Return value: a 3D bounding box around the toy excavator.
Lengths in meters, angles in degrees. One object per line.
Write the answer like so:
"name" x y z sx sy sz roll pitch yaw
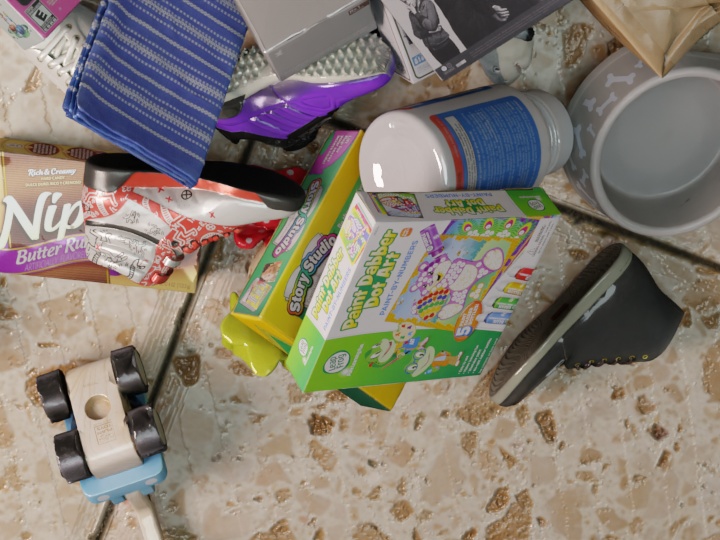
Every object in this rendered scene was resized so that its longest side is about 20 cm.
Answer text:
"toy excavator" -0.222 0.195 1.751 0.099 0.200 0.195 -19 64 -1

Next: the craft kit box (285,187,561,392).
"craft kit box" 0.054 0.016 1.593 0.196 0.049 0.201 -2 132 -30

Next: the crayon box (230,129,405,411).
"crayon box" 0.000 0.000 1.683 0.172 0.058 0.201 37 73 -29

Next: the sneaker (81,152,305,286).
"sneaker" -0.152 -0.040 1.638 0.200 0.067 0.109 7 112 0

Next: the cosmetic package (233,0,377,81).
"cosmetic package" -0.077 -0.280 1.588 0.106 0.090 0.201 -27 78 1

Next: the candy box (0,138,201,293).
"candy box" -0.245 -0.051 1.694 0.199 0.056 0.117 7 106 -11

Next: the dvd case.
"dvd case" 0.069 -0.273 1.516 0.150 0.025 0.200 -29 109 29

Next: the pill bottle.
"pill bottle" 0.103 -0.108 1.654 0.199 0.112 0.113 -18 113 -42

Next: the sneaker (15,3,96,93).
"sneaker" -0.237 -0.178 1.644 0.200 0.085 0.073 39 100 -15

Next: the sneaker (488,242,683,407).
"sneaker" 0.223 0.080 1.783 0.106 0.075 0.200 43 96 -14

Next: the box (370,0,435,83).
"box" 0.019 -0.277 1.616 0.060 0.117 0.201 -28 114 -10

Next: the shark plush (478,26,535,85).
"shark plush" 0.089 -0.256 1.677 0.200 0.091 0.083 37 129 -20

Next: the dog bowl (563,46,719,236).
"dog bowl" 0.291 -0.121 1.718 0.199 0.059 0.201 -7 121 -11

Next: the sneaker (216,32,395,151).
"sneaker" -0.051 -0.158 1.661 0.199 0.070 0.100 -7 135 23

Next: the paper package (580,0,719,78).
"paper package" 0.227 -0.287 1.614 0.103 0.200 0.191 -43 108 8

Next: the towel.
"towel" -0.170 -0.188 1.582 0.144 0.024 0.201 30 64 -32

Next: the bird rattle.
"bird rattle" -0.062 0.004 1.733 0.162 0.113 0.201 9 92 -22

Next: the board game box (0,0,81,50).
"board game box" -0.307 -0.317 1.579 0.200 0.064 0.148 45 72 -17
